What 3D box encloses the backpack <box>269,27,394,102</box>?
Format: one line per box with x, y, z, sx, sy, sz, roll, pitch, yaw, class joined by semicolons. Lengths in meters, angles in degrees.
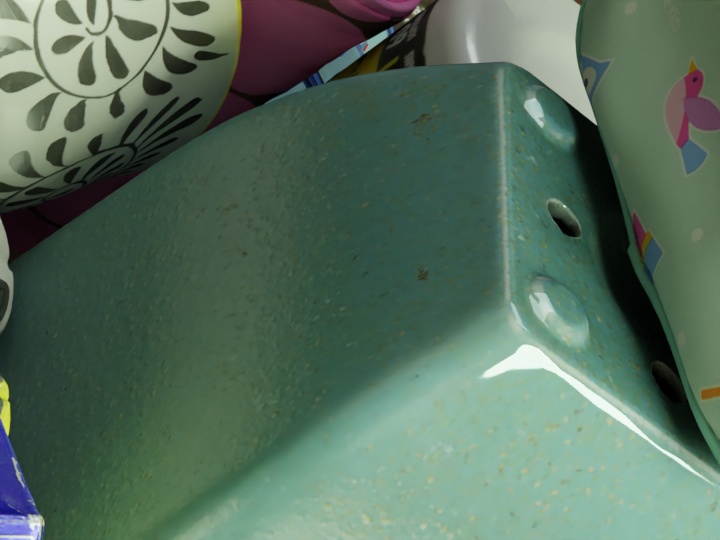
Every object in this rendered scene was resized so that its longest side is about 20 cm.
-0.061;-0.104;1.172;0.200;0.134;0.183;36;-23;58;backpack

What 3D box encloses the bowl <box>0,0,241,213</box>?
-0.143;-0.083;0.897;0.201;0.201;0.094;40;52;-2;bowl

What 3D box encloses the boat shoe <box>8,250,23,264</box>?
-0.119;0.017;1.069;0.200;0.072;0.065;48;11;11;boat shoe

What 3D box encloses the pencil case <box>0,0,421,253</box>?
-0.059;-0.083;0.990;0.094;0.200;0.091;-36;96;-48;pencil case

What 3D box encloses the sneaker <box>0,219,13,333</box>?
-0.191;0.011;0.826;0.199;0.083;0.081;7;65;-42;sneaker

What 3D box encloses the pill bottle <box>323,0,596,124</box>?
0.000;0.000;0.979;0.114;0.200;0.115;34;38;-31;pill bottle

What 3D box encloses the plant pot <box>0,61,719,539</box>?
0.016;0.060;0.834;0.196;0.200;0.196;36;31;-25;plant pot

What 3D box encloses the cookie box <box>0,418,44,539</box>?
-0.167;0.031;0.610;0.170;0.076;0.200;3;25;-19;cookie box

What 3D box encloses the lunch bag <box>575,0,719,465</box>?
0.145;-0.038;0.755;0.077;0.160;0.201;23;38;-38;lunch bag

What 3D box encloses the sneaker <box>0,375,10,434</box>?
-0.118;0.098;0.698;0.074;0.085;0.200;7;32;5;sneaker
